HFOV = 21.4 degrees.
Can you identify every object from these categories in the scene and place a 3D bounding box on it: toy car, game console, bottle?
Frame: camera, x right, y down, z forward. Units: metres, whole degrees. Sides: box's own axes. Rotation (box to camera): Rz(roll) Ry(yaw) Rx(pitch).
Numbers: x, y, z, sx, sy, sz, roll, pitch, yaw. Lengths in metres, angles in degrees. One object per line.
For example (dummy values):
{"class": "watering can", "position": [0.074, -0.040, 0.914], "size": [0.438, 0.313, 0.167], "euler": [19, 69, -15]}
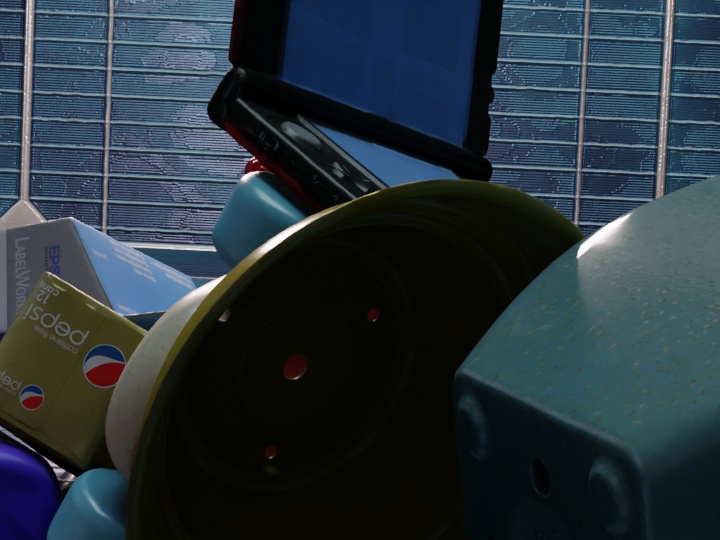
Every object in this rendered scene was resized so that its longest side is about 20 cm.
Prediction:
{"class": "toy car", "position": [0.005, 0.088, 0.816], "size": [0.199, 0.185, 0.177], "euler": [35, 14, 17]}
{"class": "game console", "position": [0.039, -0.080, 0.835], "size": [0.172, 0.119, 0.199], "euler": [40, 16, 34]}
{"class": "bottle", "position": [-0.204, 0.099, 0.897], "size": [0.083, 0.066, 0.200], "euler": [3, 4, -27]}

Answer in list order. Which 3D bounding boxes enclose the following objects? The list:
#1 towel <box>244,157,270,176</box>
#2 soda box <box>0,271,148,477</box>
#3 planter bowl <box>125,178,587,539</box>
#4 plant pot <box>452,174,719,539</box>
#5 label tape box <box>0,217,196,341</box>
{"class": "towel", "position": [0.000, 0.000, 1.003], "size": [0.145, 0.022, 0.200], "euler": [44, 1, 3]}
{"class": "soda box", "position": [-0.128, 0.064, 0.921], "size": [0.064, 0.068, 0.200], "euler": [30, -11, 7]}
{"class": "planter bowl", "position": [-0.007, 0.049, 0.681], "size": [0.199, 0.202, 0.083], "euler": [0, 22, -32]}
{"class": "plant pot", "position": [0.141, 0.075, 0.608], "size": [0.198, 0.199, 0.195], "euler": [-12, 15, -22]}
{"class": "label tape box", "position": [-0.154, 0.021, 1.067], "size": [0.198, 0.064, 0.144], "euler": [-9, -16, 20]}
